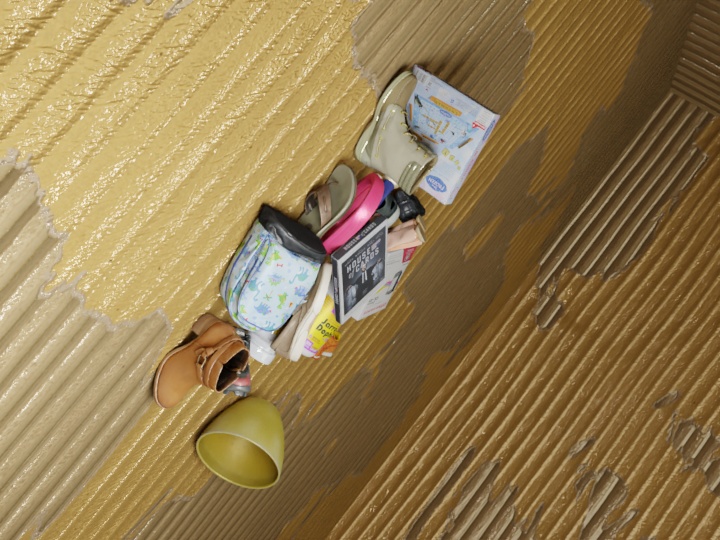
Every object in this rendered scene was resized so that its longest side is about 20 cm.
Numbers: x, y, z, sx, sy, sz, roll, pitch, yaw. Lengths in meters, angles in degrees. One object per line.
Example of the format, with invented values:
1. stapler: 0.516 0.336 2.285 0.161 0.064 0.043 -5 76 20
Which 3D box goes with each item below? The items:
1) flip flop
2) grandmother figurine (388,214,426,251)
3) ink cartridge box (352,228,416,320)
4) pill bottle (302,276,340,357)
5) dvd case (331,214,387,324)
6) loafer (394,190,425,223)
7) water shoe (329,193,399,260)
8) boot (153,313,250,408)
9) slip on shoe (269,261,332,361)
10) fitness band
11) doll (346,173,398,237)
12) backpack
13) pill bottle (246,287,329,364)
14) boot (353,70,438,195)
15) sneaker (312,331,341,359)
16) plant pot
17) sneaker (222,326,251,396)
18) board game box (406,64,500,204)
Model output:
1. flip flop: -0.081 -0.120 1.461 0.200 0.081 0.058 -49 144 2
2. grandmother figurine: 0.049 -0.059 1.705 0.061 0.198 0.122 61 23 -25
3. ink cartridge box: 0.038 0.007 1.871 0.147 0.085 0.202 -19 139 -56
4. pill bottle: -0.079 0.084 1.660 0.200 0.104 0.104 -48 159 6
5. dvd case: 0.000 0.000 1.550 0.150 0.025 0.201 -42 151 -29
6. loafer: 0.113 -0.154 1.807 0.067 0.071 0.200 -23 177 8
7. water shoe: -0.003 -0.100 1.675 0.200 0.071 0.079 -42 127 -17
8. boot: -0.281 0.187 1.362 0.201 0.155 0.077 -53 132 -6
9. slip on shoe: -0.112 0.073 1.457 0.076 0.060 0.202 -99 -148 -75
10. fitness band: -0.022 -0.111 1.503 0.200 0.037 0.144 -41 -161 36
11. doll: 0.006 -0.113 1.585 0.048 0.136 0.201 42 73 -29
12. backpack: -0.167 0.012 1.386 0.200 0.155 0.163 -43 134 15
13. pill bottle: -0.159 0.085 1.539 0.201 0.112 0.112 -55 159 2
14. boot: 0.092 -0.265 1.472 0.201 0.154 0.072 -60 158 16
15. sneaker: -0.105 0.170 1.858 0.078 0.072 0.200 -64 167 7
16. plant pot: -0.252 0.372 1.722 0.143 0.197 0.202 -68 174 -45
17. sneaker: -0.242 0.163 1.436 0.070 0.200 0.099 13 104 -22
18. board game box: 0.145 -0.270 1.517 0.041 0.199 0.201 -11 135 -60
